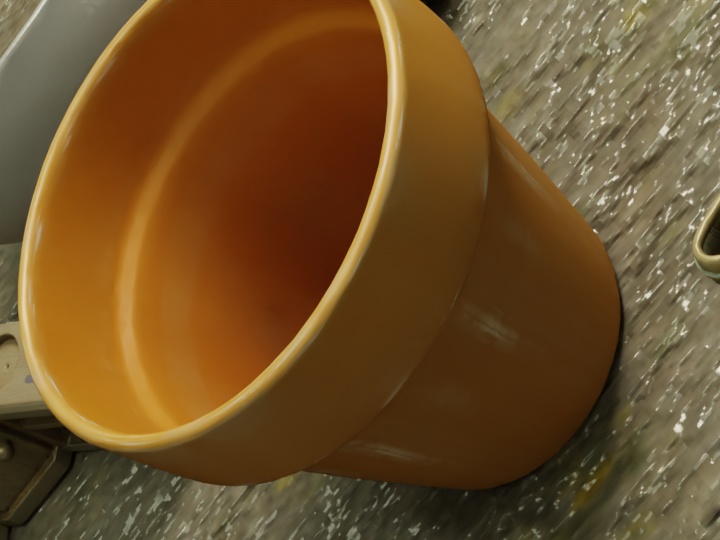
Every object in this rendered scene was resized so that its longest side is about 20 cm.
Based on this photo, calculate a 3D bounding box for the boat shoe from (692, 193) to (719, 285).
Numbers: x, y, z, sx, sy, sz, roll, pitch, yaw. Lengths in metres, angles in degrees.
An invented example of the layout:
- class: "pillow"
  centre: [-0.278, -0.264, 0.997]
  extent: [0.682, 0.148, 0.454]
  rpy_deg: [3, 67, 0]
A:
- class: "boat shoe"
  centre: [0.200, -0.061, 0.754]
  extent: [0.200, 0.062, 0.073]
  rpy_deg: [-52, 42, 11]

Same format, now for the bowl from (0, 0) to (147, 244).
- class: "bowl"
  centre: [-0.131, -0.102, 1.055]
  extent: [0.200, 0.074, 0.200]
  rpy_deg: [-51, 8, 16]

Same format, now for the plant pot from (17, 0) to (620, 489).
- class: "plant pot"
  centre: [0.000, 0.000, 0.835]
  extent: [0.199, 0.183, 0.202]
  rpy_deg: [-23, 54, 36]

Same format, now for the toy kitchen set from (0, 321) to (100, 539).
- class: "toy kitchen set"
  centre: [-0.200, 0.119, 0.991]
  extent: [0.180, 0.163, 0.202]
  rpy_deg: [-8, 65, 42]
